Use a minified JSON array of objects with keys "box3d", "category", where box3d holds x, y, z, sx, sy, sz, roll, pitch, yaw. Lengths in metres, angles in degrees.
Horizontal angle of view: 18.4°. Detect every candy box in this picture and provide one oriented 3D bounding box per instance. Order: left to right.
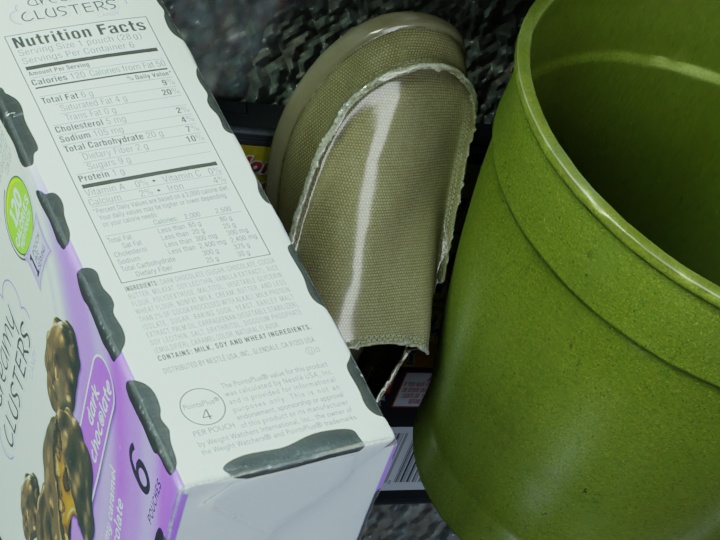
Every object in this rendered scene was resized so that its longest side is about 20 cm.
[{"box3d":[-0.077,0.033,0.717,0.072,0.200,0.168,-12,144,-25],"category":"candy box"}]

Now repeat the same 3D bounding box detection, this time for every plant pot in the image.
[{"box3d":[0.114,0.022,0.848,0.200,0.200,0.193,-4,138,-32],"category":"plant pot"}]

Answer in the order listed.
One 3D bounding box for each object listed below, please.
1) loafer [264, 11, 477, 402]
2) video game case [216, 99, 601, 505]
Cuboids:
[{"box3d":[0.000,0.000,0.825,0.076,0.067,0.200,-2,125,-33],"category":"loafer"},{"box3d":[-0.018,0.019,0.897,0.200,0.026,0.181,3,123,-35],"category":"video game case"}]
